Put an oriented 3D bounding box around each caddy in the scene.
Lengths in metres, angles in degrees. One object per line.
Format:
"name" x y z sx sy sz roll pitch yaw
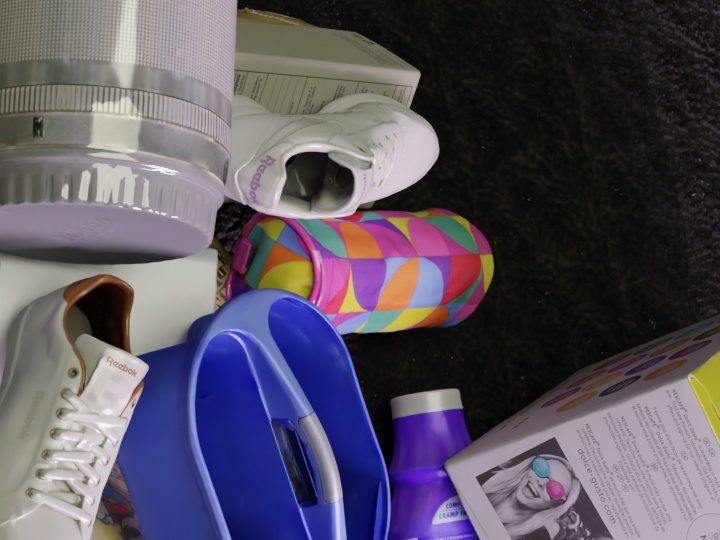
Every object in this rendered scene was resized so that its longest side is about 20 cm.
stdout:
"caddy" -0.055 0.109 1.425 0.141 0.105 0.200 -31 109 -44

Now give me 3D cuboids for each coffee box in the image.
"coffee box" 0.216 0.152 1.595 0.200 0.198 0.200 -29 94 -54

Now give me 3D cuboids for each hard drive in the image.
"hard drive" -0.184 0.043 1.446 0.200 0.027 0.132 6 81 -23

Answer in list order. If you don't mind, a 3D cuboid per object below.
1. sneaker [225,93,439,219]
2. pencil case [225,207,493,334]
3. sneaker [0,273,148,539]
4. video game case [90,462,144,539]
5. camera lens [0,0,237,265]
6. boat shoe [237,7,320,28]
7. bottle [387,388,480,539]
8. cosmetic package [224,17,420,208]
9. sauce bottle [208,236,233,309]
"sneaker" -0.014 -0.059 1.493 0.200 0.100 0.075 -6 120 -46
"pencil case" 0.000 0.000 1.575 0.200 0.088 0.089 -1 78 -54
"sneaker" -0.162 0.085 1.348 0.073 0.085 0.200 28 47 -33
"video game case" -0.135 0.175 1.453 0.182 0.200 0.023 40 104 -16
"camera lens" -0.150 -0.116 1.377 0.160 0.160 0.200 8 75 -27
"boat shoe" -0.094 -0.141 1.594 0.200 0.076 0.072 -4 79 -30
"bottle" 0.057 0.179 1.613 0.083 0.065 0.200 -4 81 -28
"cosmetic package" -0.065 -0.100 1.548 0.200 0.071 0.105 3 114 -48
"sauce bottle" -0.120 -0.004 1.558 0.200 0.066 0.066 48 62 -11
